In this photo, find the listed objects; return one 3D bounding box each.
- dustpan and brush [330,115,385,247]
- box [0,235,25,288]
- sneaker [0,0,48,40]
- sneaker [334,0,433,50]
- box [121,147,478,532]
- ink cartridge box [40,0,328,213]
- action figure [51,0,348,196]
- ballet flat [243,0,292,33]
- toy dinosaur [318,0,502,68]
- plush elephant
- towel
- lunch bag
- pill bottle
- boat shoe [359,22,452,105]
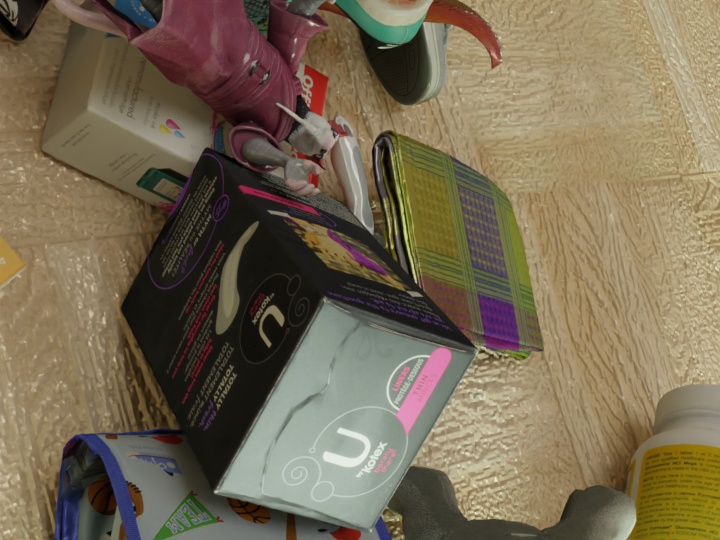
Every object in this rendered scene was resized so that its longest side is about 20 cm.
[{"bbox_3d":[0.000,0.000,0.950,0.139,0.057,0.201,-7,75,-54],"label":"dustpan and brush"},{"bbox_3d":[-0.285,0.018,0.696,0.125,0.097,0.200,52,48,-9],"label":"box"},{"bbox_3d":[-0.237,-0.184,0.839,0.200,0.078,0.112,-36,94,-43],"label":"sneaker"},{"bbox_3d":[-0.024,-0.228,0.922,0.071,0.080,0.200,-25,79,-19],"label":"sneaker"},{"bbox_3d":[-0.042,0.034,0.809,0.106,0.122,0.200,21,17,-31],"label":"box"},{"bbox_3d":[-0.092,-0.093,0.926,0.200,0.067,0.117,26,56,-29],"label":"ink cartridge box"},{"bbox_3d":[-0.083,-0.117,0.847,0.200,0.149,0.134,46,53,-40],"label":"action figure"},{"bbox_3d":[-0.117,-0.232,0.919,0.200,0.074,0.074,35,48,9],"label":"ballet flat"},{"bbox_3d":[-0.026,-0.205,0.980,0.181,0.105,0.200,-24,67,-5],"label":"toy dinosaur"},{"bbox_3d":[0.089,0.235,0.888,0.164,0.155,0.200,3,23,2],"label":"plush elephant"},{"bbox_3d":[0.069,-0.013,1.015,0.200,0.023,0.144,14,62,-59],"label":"towel"},{"bbox_3d":[-0.069,0.180,0.783,0.170,0.124,0.200,5,54,-36],"label":"lunch bag"},{"bbox_3d":[0.246,0.189,1.051,0.112,0.112,0.200,33,53,-24],"label":"pill bottle"},{"bbox_3d":[0.037,-0.217,1.087,0.065,0.074,0.203,3,62,-34],"label":"boat shoe"}]
